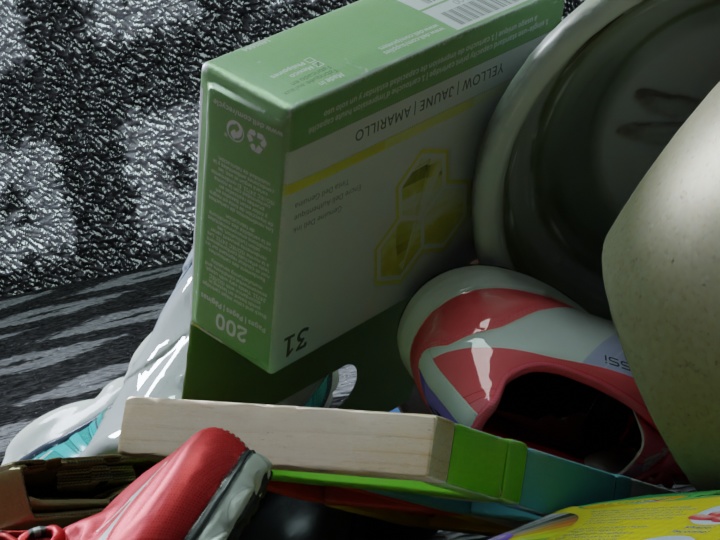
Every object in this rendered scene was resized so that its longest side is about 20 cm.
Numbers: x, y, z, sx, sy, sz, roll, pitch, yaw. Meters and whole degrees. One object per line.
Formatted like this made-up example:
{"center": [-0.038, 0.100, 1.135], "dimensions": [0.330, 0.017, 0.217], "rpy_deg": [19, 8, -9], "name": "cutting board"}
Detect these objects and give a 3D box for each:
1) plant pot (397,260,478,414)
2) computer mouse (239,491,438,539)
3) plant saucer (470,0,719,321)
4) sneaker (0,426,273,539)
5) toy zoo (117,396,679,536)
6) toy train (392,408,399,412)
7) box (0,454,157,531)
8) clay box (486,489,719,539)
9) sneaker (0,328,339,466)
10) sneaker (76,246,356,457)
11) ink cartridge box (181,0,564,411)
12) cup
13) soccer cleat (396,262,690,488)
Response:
{"center": [0.111, -0.010, 1.132], "dimensions": [0.197, 0.201, 0.200], "rpy_deg": [-20, 2, 20], "name": "plant pot"}
{"center": [-0.031, 0.098, 1.010], "dimensions": [0.140, 0.046, 0.200], "rpy_deg": [-11, 5, 21], "name": "computer mouse"}
{"center": [0.133, -0.045, 0.906], "dimensions": [0.199, 0.201, 0.050], "rpy_deg": [-13, 38, -2], "name": "plant saucer"}
{"center": [-0.114, 0.097, 0.695], "dimensions": [0.200, 0.085, 0.077], "rpy_deg": [-36, 4, 15], "name": "sneaker"}
{"center": [0.033, 0.073, 0.849], "dimensions": [0.131, 0.021, 0.200], "rpy_deg": [1, -12, 39], "name": "toy zoo"}
{"center": [0.096, 0.024, 1.328], "dimensions": [0.199, 0.087, 0.114], "rpy_deg": [-17, 0, -40], "name": "toy train"}
{"center": [-0.171, 0.097, 0.819], "dimensions": [0.199, 0.021, 0.163], "rpy_deg": [-19, -7, 11], "name": "box"}
{"center": [0.047, 0.105, 0.697], "dimensions": [0.199, 0.048, 0.115], "rpy_deg": [-16, 3, -36], "name": "clay box"}
{"center": [-0.086, 0.082, 1.061], "dimensions": [0.200, 0.078, 0.080], "rpy_deg": [-37, 17, 30], "name": "sneaker"}
{"center": [-0.056, 0.052, 0.958], "dimensions": [0.073, 0.201, 0.071], "rpy_deg": [28, 19, -10], "name": "sneaker"}
{"center": [0.000, 0.000, 0.896], "dimensions": [0.048, 0.201, 0.145], "rpy_deg": [28, 38, 32], "name": "ink cartridge box"}
{"center": [0.162, 0.005, 0.806], "dimensions": [0.143, 0.201, 0.200], "rpy_deg": [-25, 1, 19], "name": "cup"}
{"center": [0.109, 0.053, 0.896], "dimensions": [0.199, 0.068, 0.073], "rpy_deg": [14, 30, -23], "name": "soccer cleat"}
